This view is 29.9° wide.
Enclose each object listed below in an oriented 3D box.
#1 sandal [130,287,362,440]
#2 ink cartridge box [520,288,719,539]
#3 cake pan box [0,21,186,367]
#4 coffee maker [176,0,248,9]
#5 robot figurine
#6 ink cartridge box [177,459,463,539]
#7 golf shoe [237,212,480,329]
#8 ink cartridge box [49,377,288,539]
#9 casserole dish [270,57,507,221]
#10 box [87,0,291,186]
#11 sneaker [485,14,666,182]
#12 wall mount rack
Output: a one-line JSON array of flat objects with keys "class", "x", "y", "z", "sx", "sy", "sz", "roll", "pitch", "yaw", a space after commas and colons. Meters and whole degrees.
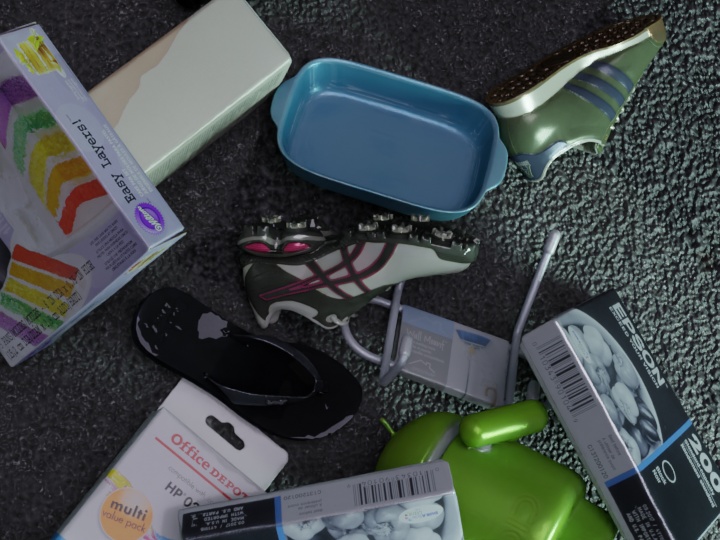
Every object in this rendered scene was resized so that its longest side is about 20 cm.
[{"class": "sandal", "x": -0.086, "y": 0.078, "z": 1.061, "sx": 0.199, "sy": 0.043, "sz": 0.077, "roll": 24, "pitch": 72, "yaw": -20}, {"class": "ink cartridge box", "x": 0.222, "y": 0.115, "z": 1.073, "sx": 0.200, "sy": 0.043, "sz": 0.200, "roll": 61, "pitch": 28, "yaw": 6}, {"class": "cake pan box", "x": -0.247, "y": -0.049, "z": 0.987, "sx": 0.185, "sy": 0.199, "sz": 0.052, "roll": 56, "pitch": 36, "yaw": 0}, {"class": "coffee maker", "x": -0.092, "y": -0.336, "z": 1.108, "sx": 0.191, "sy": 0.134, "sz": 0.202, "roll": -14, "pitch": 86, "yaw": -39}, {"class": "robot figurine", "x": 0.095, "y": 0.185, "z": 1.046, "sx": 0.199, "sy": 0.177, "sz": 0.116, "roll": 24, "pitch": 37, "yaw": 20}, {"class": "ink cartridge box", "x": -0.016, "y": 0.241, "z": 0.984, "sx": 0.196, "sy": 0.044, "sz": 0.202, "roll": -11, "pitch": 122, "yaw": 1}, {"class": "golf shoe", "x": 0.000, "y": 0.000, "z": 1.069, "sx": 0.198, "sy": 0.077, "sz": 0.089, "roll": 0, "pitch": 100, "yaw": 21}, {"class": "ink cartridge box", "x": -0.147, "y": 0.186, "z": 1.028, "sx": 0.115, "sy": 0.068, "sz": 0.201, "roll": 39, "pitch": 74, "yaw": -6}, {"class": "casserole dish", "x": 0.022, "y": -0.103, "z": 1.110, "sx": 0.198, "sy": 0.039, "sz": 0.122, "roll": 16, "pitch": 60, "yaw": 0}, {"class": "box", "x": -0.157, "y": -0.124, "z": 1.062, "sx": 0.200, "sy": 0.095, "sz": 0.078, "roll": -41, "pitch": 90, "yaw": -18}, {"class": "sneaker", "x": 0.196, "y": -0.147, "z": 1.178, "sx": 0.199, "sy": 0.067, "sz": 0.091, "roll": -31, "pitch": 113, "yaw": -27}, {"class": "wall mount rack", "x": 0.089, "y": 0.033, "z": 1.114, "sx": 0.198, "sy": 0.075, "sz": 0.175, "roll": 20, "pitch": 53, "yaw": -12}]
